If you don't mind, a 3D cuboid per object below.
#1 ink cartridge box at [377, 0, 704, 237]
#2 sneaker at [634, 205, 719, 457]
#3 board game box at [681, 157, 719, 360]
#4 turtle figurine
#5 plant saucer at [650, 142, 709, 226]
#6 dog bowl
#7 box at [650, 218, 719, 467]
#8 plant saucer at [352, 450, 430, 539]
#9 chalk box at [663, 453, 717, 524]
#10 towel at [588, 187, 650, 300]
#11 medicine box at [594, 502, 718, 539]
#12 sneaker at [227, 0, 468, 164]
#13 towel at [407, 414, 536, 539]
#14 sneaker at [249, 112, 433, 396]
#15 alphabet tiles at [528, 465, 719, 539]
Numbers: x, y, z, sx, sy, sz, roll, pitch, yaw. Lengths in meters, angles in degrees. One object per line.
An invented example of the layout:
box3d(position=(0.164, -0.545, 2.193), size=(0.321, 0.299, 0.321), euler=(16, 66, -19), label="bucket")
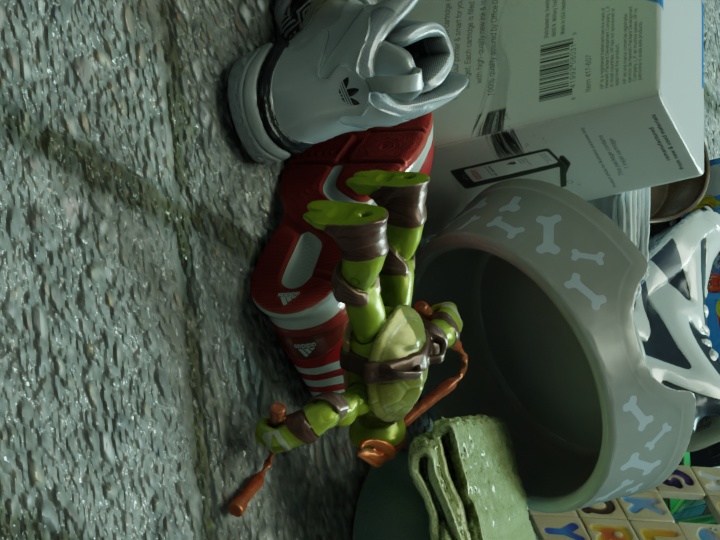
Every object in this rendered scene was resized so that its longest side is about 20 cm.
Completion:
box3d(position=(0.099, -0.113, 1.673), size=(0.084, 0.200, 0.146), euler=(54, 32, -45), label="ink cartridge box")
box3d(position=(0.206, 0.053, 1.805), size=(0.130, 0.079, 0.199), euler=(51, 42, -6), label="sneaker")
box3d(position=(0.291, 0.024, 1.968), size=(0.200, 0.056, 0.196), euler=(8, 71, -67), label="board game box")
box3d(position=(0.004, 0.039, 1.436), size=(0.200, 0.064, 0.162), euler=(-27, 124, -43), label="turtle figurine")
box3d(position=(0.140, -0.097, 1.861), size=(0.200, 0.035, 0.200), euler=(20, 41, -18), label="plant saucer")
box3d(position=(0.101, 0.050, 1.614), size=(0.059, 0.200, 0.200), euler=(-27, 105, -33), label="dog bowl")
box3d(position=(0.208, 0.024, 1.980), size=(0.200, 0.104, 0.182), euler=(44, 40, -53), label="box")
box3d(position=(0.055, 0.198, 1.598), size=(0.201, 0.039, 0.201), euler=(-13, 90, -69), label="plant saucer")
box3d(position=(0.231, 0.209, 1.909), size=(0.124, 0.124, 0.200), euler=(-33, 107, -66), label="chalk box")
box3d(position=(0.123, 0.008, 1.717), size=(0.024, 0.200, 0.147), euler=(20, 49, -15), label="towel")
box3d(position=(0.208, 0.254, 1.700), size=(0.182, 0.200, 0.103), euler=(-56, 162, -61), label="medicine box")
box3d(position=(0.006, -0.124, 1.566), size=(0.200, 0.115, 0.075), euler=(-58, 131, -61), label="sneaker")
box3d(position=(0.066, 0.150, 1.520), size=(0.200, 0.036, 0.149), euler=(-3, 79, -78), label="towel")
box3d(position=(0.000, 0.000, 1.561), size=(0.200, 0.078, 0.116), euler=(-58, 140, -45), label="sneaker")
box3d(position=(0.190, 0.175, 1.718), size=(0.200, 0.167, 0.008), euler=(-116, -144, -56), label="alphabet tiles")
